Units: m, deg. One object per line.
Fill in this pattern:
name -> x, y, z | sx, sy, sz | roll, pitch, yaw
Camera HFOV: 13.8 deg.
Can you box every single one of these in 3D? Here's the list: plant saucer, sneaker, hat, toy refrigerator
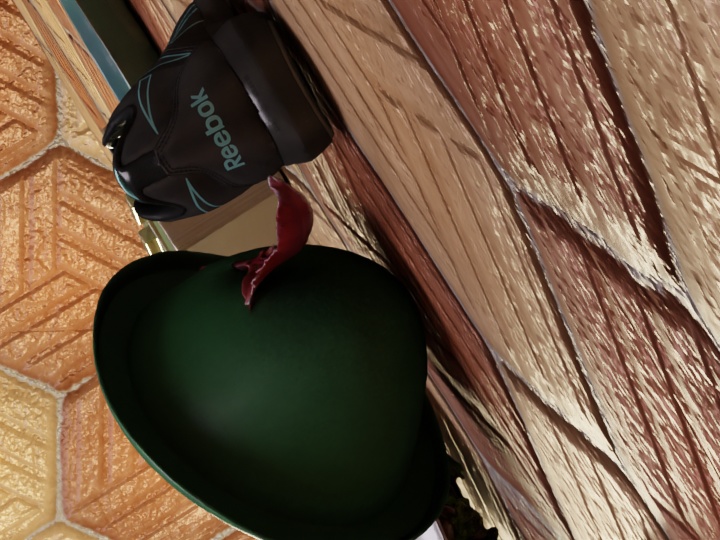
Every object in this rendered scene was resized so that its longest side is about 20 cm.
plant saucer -> -0.133, -0.114, 1.783 | 0.201, 0.027, 0.200 | 58, 174, 9
sneaker -> -0.066, -0.063, 1.156 | 0.076, 0.079, 0.200 | 59, 176, -6
hat -> 0.000, 0.000, 1.171 | 0.165, 0.176, 0.200 | 21, -147, -17
toy refrigerator -> -0.079, -0.030, 1.514 | 0.076, 0.070, 0.200 | 57, 175, 12

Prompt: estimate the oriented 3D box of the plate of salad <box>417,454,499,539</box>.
plate of salad -> 0.040, 0.127, 1.430 | 0.200, 0.048, 0.201 | 158, 90, -84
